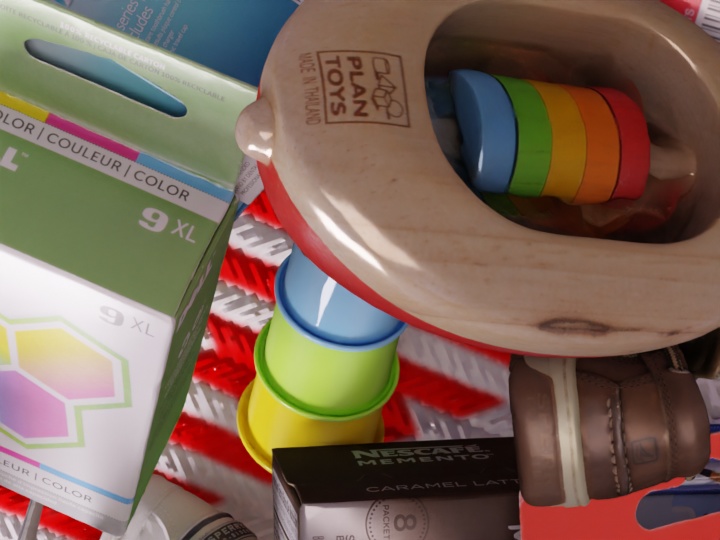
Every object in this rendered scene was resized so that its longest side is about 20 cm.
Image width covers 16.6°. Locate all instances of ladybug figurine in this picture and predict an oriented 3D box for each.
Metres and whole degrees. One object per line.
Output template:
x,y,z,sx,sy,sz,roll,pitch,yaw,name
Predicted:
0.047,-0.032,0.780,0.199,0.137,0.072,8,152,-28,ladybug figurine

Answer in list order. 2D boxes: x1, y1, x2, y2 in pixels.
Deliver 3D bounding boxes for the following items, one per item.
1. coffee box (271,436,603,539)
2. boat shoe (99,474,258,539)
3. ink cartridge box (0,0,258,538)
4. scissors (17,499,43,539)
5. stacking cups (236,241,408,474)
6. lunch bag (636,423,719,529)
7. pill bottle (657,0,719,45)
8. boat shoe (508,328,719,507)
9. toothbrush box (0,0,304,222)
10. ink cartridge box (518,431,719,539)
0.028,0.169,0.922,0.114,0.080,0.201,-2,101,-9,coffee box
-0.108,0.174,1.018,0.066,0.072,0.201,35,118,22,boat shoe
-0.103,0.001,0.826,0.103,0.059,0.200,23,144,3,ink cartridge box
-0.143,0.135,1.002,0.014,0.073,0.201,20,111,16,scissors
0.000,0.000,0.900,0.060,0.061,0.200,17,139,-1,stacking cups
0.179,0.132,0.974,0.199,0.076,0.161,-3,106,6,lunch bag
0.071,-0.120,0.870,0.199,0.112,0.113,16,110,-1,pill bottle
0.096,0.027,0.872,0.074,0.203,0.075,-6,113,9,boat shoe
-0.124,-0.083,0.856,0.199,0.086,0.146,33,143,-11,toothbrush box
0.140,0.159,0.886,0.161,0.050,0.201,-11,108,-24,ink cartridge box
